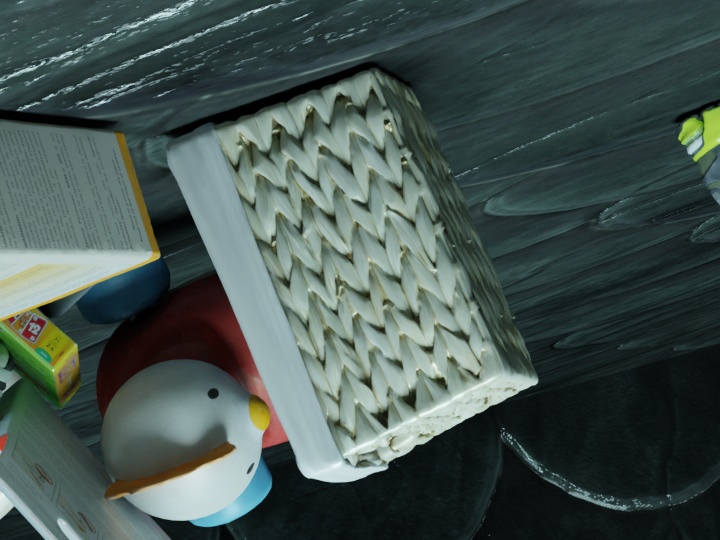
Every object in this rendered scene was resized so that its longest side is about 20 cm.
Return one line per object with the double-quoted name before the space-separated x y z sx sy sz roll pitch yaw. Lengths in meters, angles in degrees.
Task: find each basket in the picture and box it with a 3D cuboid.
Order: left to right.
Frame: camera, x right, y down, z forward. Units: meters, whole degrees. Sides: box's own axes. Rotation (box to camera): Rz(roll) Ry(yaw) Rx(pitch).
"basket" 0.000 0.000 1.598 0.123 0.200 0.136 -25 172 10

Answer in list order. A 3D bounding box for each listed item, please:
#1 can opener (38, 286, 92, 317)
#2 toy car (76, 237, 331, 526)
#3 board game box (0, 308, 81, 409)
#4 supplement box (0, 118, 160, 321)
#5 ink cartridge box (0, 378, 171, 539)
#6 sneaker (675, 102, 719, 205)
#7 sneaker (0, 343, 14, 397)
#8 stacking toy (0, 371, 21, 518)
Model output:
"can opener" -0.166 -0.021 1.653 0.066 0.053 0.200 19 163 -8
"toy car" -0.085 0.083 1.759 0.177 0.185 0.200 -19 -159 15
"board game box" -0.207 0.034 1.740 0.030 0.096 0.200 -48 177 -13
"supplement box" -0.202 -0.020 1.430 0.126 0.074 0.200 -20 172 21
"ink cartridge box" -0.163 0.155 1.686 0.047 0.160 0.200 -39 -169 7
"sneaker" 0.325 -0.094 2.068 0.200 0.081 0.074 -17 173 -1
"sneaker" -0.291 0.038 1.734 0.115 0.076 0.200 27 169 -31
"stacking toy" -0.278 0.088 1.982 0.146 0.146 0.200 -18 -169 4
